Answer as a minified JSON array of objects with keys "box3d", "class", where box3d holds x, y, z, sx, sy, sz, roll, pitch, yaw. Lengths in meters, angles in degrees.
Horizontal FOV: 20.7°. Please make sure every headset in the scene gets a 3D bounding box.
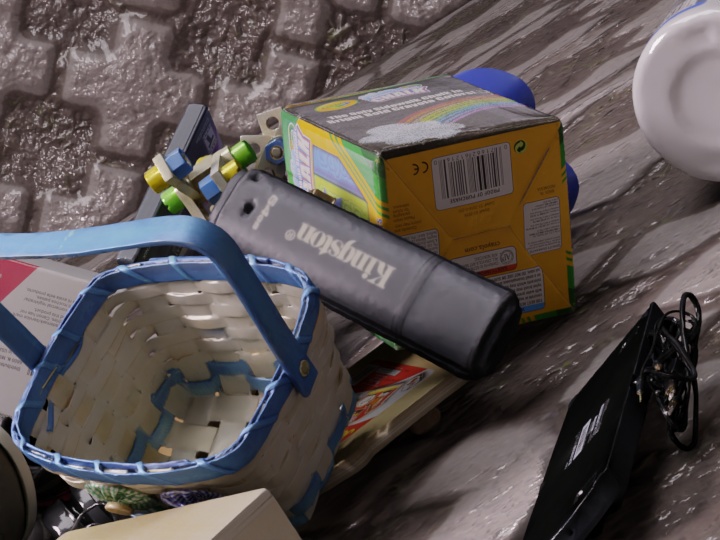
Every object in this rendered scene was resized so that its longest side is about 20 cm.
[{"box3d":[-0.170,0.186,1.173,0.124,0.094,0.200,-43,-1,-28],"class":"headset"}]

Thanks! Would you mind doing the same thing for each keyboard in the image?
[{"box3d":[0.123,0.078,0.896,0.104,0.040,0.200,-53,2,26],"class":"keyboard"}]

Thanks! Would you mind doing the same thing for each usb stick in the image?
[{"box3d":[0.000,0.000,1.100,0.055,0.200,0.033,-63,-29,-1],"class":"usb stick"}]

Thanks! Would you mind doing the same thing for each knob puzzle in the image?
[{"box3d":[-0.027,0.111,1.143,0.220,0.030,0.220,-33,10,6],"class":"knob puzzle"}]

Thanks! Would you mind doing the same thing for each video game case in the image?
[{"box3d":[-0.123,-0.010,1.493,0.019,0.200,0.143,10,60,20],"class":"video game case"}]

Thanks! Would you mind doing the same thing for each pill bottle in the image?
[{"box3d":[0.249,-0.142,1.271,0.114,0.114,0.200,-27,12,28],"class":"pill bottle"}]

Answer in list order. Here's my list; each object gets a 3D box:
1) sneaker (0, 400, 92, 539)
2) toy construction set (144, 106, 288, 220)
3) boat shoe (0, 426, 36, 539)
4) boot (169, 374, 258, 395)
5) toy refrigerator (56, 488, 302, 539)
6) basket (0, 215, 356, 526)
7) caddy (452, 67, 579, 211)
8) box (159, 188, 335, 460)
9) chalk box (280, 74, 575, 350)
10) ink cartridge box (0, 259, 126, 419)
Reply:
[{"box3d":[-0.199,0.119,1.260,0.084,0.077,0.200,-1,-45,-32],"class":"sneaker"},{"box3d":[-0.079,-0.048,1.436,0.092,0.131,0.200,-35,4,22],"class":"toy construction set"},{"box3d":[-0.249,0.164,1.216,0.060,0.072,0.202,-40,-21,-39],"class":"boat shoe"},{"box3d":[-0.120,0.094,1.385,0.155,0.072,0.200,-28,6,16],"class":"boot"},{"box3d":[-0.099,0.166,0.983,0.070,0.076,0.200,-40,12,-37],"class":"toy refrigerator"},{"box3d":[-0.100,0.045,1.009,0.176,0.200,0.139,-3,46,34],"class":"basket"},{"box3d":[0.052,-0.053,1.371,0.105,0.141,0.200,-35,9,-40],"class":"caddy"},{"box3d":[-0.084,0.053,1.203,0.200,0.021,0.163,-66,16,-15],"class":"box"},{"box3d":[0.030,-0.044,1.223,0.124,0.124,0.200,-13,18,-19],"class":"chalk box"},{"box3d":[-0.255,0.087,1.363,0.084,0.145,0.200,-152,78,-79],"class":"ink cartridge box"}]
